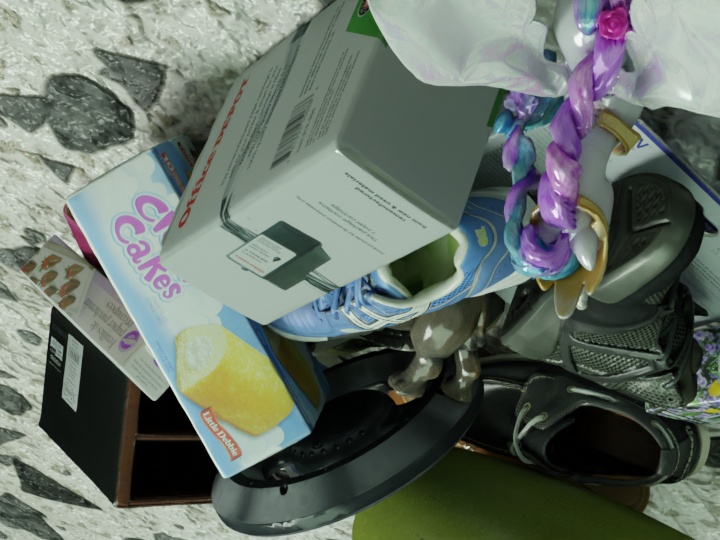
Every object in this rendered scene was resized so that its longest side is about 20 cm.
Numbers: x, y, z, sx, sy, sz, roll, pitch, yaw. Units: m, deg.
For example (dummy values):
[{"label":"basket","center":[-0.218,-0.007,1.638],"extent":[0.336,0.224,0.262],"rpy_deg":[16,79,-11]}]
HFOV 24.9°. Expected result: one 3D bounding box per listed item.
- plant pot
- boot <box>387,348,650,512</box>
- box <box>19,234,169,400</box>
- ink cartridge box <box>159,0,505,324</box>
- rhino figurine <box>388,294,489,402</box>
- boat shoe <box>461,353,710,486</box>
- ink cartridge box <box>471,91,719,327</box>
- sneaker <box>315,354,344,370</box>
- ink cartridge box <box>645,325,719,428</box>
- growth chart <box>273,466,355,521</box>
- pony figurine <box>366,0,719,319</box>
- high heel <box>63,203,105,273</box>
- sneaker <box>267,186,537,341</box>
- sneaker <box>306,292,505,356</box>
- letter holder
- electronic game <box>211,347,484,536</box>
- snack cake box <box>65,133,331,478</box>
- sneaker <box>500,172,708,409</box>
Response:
[{"label":"plant pot","center":[0.095,0.203,1.079],"extent":[0.199,0.187,0.188],"rpy_deg":[34,159,32]},{"label":"boot","center":[0.105,0.141,1.226],"extent":[0.199,0.077,0.155],"rpy_deg":[28,147,-5]},{"label":"box","center":[-0.181,0.029,1.139],"extent":[0.041,0.039,0.200],"rpy_deg":[49,170,-34]},{"label":"ink cartridge box","center":[-0.014,-0.070,0.907],"extent":[0.083,0.148,0.199],"rpy_deg":[33,149,-21]},{"label":"rhino figurine","center":[0.000,0.000,1.041],"extent":[0.199,0.060,0.088],"rpy_deg":[34,122,21]},{"label":"boat shoe","center":[0.127,0.101,1.084],"extent":[0.198,0.067,0.073],"rpy_deg":[10,108,33]},{"label":"ink cartridge box","center":[0.141,-0.031,0.970],"extent":[0.199,0.041,0.199],"rpy_deg":[39,145,-26]},{"label":"sneaker","center":[-0.053,0.099,1.250],"extent":[0.078,0.090,0.200],"rpy_deg":[2,146,31]},{"label":"ink cartridge box","center":[0.281,0.059,0.977],"extent":[0.108,0.051,0.199],"rpy_deg":[14,161,-42]},{"label":"growth chart","center":[-0.014,0.169,1.271],"extent":[0.143,0.018,0.200],"rpy_deg":[4,-175,-2]},{"label":"pony figurine","center":[0.107,-0.103,0.722],"extent":[0.165,0.201,0.194],"rpy_deg":[10,148,21]},{"label":"high heel","center":[-0.119,-0.020,1.135],"extent":[0.199,0.068,0.096],"rpy_deg":[6,153,44]},{"label":"sneaker","center":[0.012,-0.005,0.952],"extent":[0.199,0.076,0.077],"rpy_deg":[-21,173,35]},{"label":"sneaker","center":[0.020,0.023,1.133],"extent":[0.198,0.078,0.088],"rpy_deg":[-4,172,35]},{"label":"letter holder","center":[-0.145,0.099,1.236],"extent":[0.141,0.102,0.200],"rpy_deg":[3,-170,-27]},{"label":"electronic game","center":[-0.009,0.111,1.089],"extent":[0.199,0.200,0.042],"rpy_deg":[-10,115,42]},{"label":"snack cake box","center":[-0.099,0.018,1.042],"extent":[0.067,0.115,0.201],"rpy_deg":[-28,96,10]},{"label":"sneaker","center":[0.164,0.015,0.918],"extent":[0.113,0.077,0.200],"rpy_deg":[23,152,-7]}]
